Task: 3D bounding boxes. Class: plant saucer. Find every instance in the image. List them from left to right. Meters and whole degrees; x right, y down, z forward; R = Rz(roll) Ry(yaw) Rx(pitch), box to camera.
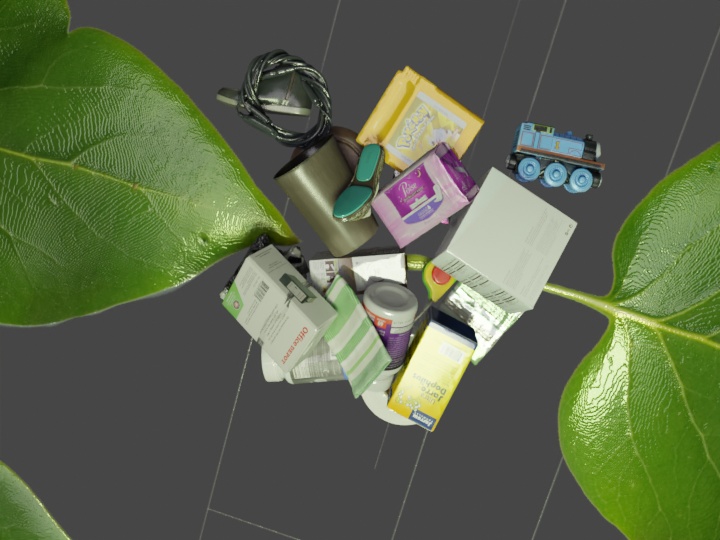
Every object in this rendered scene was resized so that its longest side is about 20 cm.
[{"bbox_3d":[-0.058,-0.199,1.450,0.195,0.035,0.206,1,99,5],"label":"plant saucer"}]

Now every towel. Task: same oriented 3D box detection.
[{"bbox_3d":[-0.022,0.127,1.348,0.203,0.023,0.153,60,140,23],"label":"towel"},{"bbox_3d":[0.256,0.081,1.478,0.149,0.031,0.201,40,103,0],"label":"towel"}]

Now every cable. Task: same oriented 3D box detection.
[{"bbox_3d":[-0.139,-0.336,1.370,0.197,0.051,0.166,26,92,-7],"label":"cable"}]

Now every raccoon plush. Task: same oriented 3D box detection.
[{"bbox_3d":[-0.198,0.013,1.492,0.133,0.098,0.200,34,128,-13],"label":"raccoon plush"}]

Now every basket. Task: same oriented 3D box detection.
[{"bbox_3d":[-0.059,-0.143,1.372,0.134,0.181,0.202,-24,109,28],"label":"basket"}]

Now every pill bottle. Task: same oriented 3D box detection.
[{"bbox_3d":[-0.107,0.182,1.482,0.194,0.114,0.117,-5,100,6],"label":"pill bottle"},{"bbox_3d":[0.043,0.136,1.375,0.109,0.112,0.204,13,119,3],"label":"pill bottle"}]

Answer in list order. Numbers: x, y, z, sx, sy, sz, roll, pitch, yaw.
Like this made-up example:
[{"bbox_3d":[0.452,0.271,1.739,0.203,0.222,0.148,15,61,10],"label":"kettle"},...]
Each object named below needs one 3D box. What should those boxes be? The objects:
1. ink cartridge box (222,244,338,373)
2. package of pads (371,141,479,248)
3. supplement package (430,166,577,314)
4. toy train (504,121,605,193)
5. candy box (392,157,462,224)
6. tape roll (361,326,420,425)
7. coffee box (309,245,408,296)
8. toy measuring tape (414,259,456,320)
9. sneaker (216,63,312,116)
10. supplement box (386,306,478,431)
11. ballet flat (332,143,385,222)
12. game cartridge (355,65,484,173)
[{"bbox_3d":[-0.161,0.076,1.371,0.200,0.084,0.146,45,127,10],"label":"ink cartridge box"},{"bbox_3d":[0.118,-0.142,1.324,0.199,0.076,0.121,-33,96,41],"label":"package of pads"},{"bbox_3d":[0.277,-0.053,1.361,0.198,0.147,0.194,32,80,-1],"label":"supplement package"},{"bbox_3d":[0.390,-0.224,1.380,0.195,0.087,0.117,12,95,3],"label":"toy train"},{"bbox_3d":[0.137,-0.208,1.416,0.133,0.061,0.205,10,100,4],"label":"candy box"},{"bbox_3d":[0.095,0.225,1.493,0.197,0.071,0.208,1,100,5],"label":"tape roll"},{"bbox_3d":[0.000,0.000,1.439,0.194,0.114,0.082,-4,101,7],"label":"coffee box"},{"bbox_3d":[0.137,0.036,1.443,0.074,0.074,0.200,45,85,-4],"label":"toy measuring tape"},{"bbox_3d":[-0.194,-0.380,1.416,0.194,0.075,0.109,5,96,-5],"label":"sneaker"},{"bbox_3d":[0.142,0.195,1.391,0.108,0.109,0.204,26,102,0],"label":"supplement box"},{"bbox_3d":[0.006,-0.149,1.311,0.066,0.203,0.076,7,145,23],"label":"ballet flat"},{"bbox_3d":[0.116,-0.274,1.359,0.198,0.032,0.178,34,103,1],"label":"game cartridge"}]
